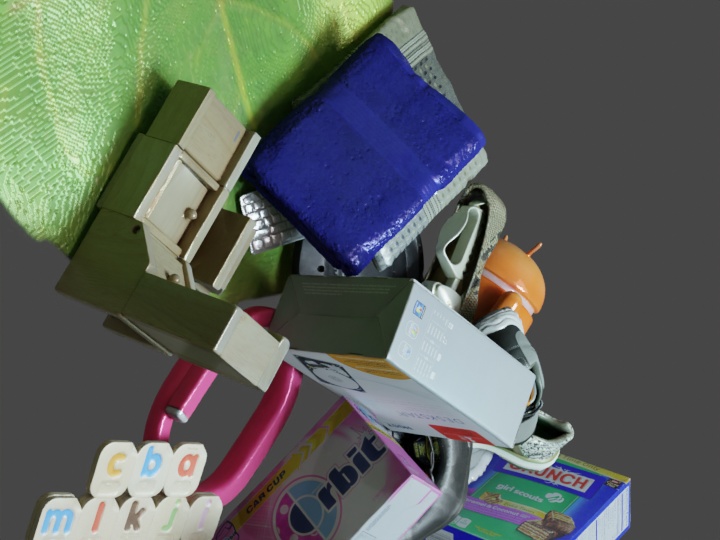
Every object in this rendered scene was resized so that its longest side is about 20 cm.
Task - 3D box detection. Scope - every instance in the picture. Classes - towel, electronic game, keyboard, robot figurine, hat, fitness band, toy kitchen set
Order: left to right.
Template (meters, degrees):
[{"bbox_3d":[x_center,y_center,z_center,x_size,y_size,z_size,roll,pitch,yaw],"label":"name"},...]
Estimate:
[{"bbox_3d":[-0.119,0.122,1.326,0.200,0.037,0.144,-56,140,-26],"label":"fitness band"},{"bbox_3d":[-0.096,-0.013,1.188,0.200,0.180,0.163,-62,144,-14],"label":"toy kitchen set"},{"bbox_3d":[-0.017,-0.070,1.356,0.200,0.011,0.056,-19,104,-24],"label":"keyboard"},{"bbox_3d":[0.000,0.000,1.448,0.200,0.042,0.201,-4,95,-52],"label":"electronic game"},{"bbox_3d":[0.002,-0.103,1.334,0.148,0.050,0.200,44,64,0],"label":"towel"},{"bbox_3d":[0.017,0.190,1.487,0.200,0.081,0.201,-2,93,-35],"label":"hat"},{"bbox_3d":[0.030,-0.131,1.430,0.200,0.034,0.193,-44,115,-37],"label":"towel"},{"bbox_3d":[0.116,0.048,1.549,0.200,0.116,0.144,-55,158,-7],"label":"robot figurine"}]

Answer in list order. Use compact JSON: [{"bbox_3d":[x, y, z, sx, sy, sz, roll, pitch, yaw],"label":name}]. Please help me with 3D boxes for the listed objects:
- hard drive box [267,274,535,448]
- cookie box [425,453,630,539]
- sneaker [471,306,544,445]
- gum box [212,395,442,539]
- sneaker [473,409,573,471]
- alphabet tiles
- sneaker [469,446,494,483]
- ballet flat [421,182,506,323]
[{"bbox_3d":[0.038,0.082,1.339,0.200,0.156,0.077,36,66,-41],"label":"hard drive box"},{"bbox_3d":[0.193,0.289,1.702,0.200,0.171,0.075,-31,128,-47],"label":"cookie box"},{"bbox_3d":[0.148,0.124,1.469,0.074,0.079,0.200,-26,143,-7],"label":"sneaker"},{"bbox_3d":[-0.038,0.230,1.346,0.200,0.114,0.066,-47,142,3],"label":"gum box"},{"bbox_3d":[0.145,0.158,1.596,0.199,0.089,0.077,15,62,-18],"label":"sneaker"},{"bbox_3d":[-0.202,0.233,1.236,0.200,0.015,0.196,10,101,-49],"label":"alphabet tiles"},{"bbox_3d":[0.111,0.189,1.664,0.200,0.075,0.082,-37,94,-37],"label":"sneaker"},{"bbox_3d":[0.089,0.002,1.467,0.075,0.068,0.200,47,60,-57],"label":"ballet flat"}]
